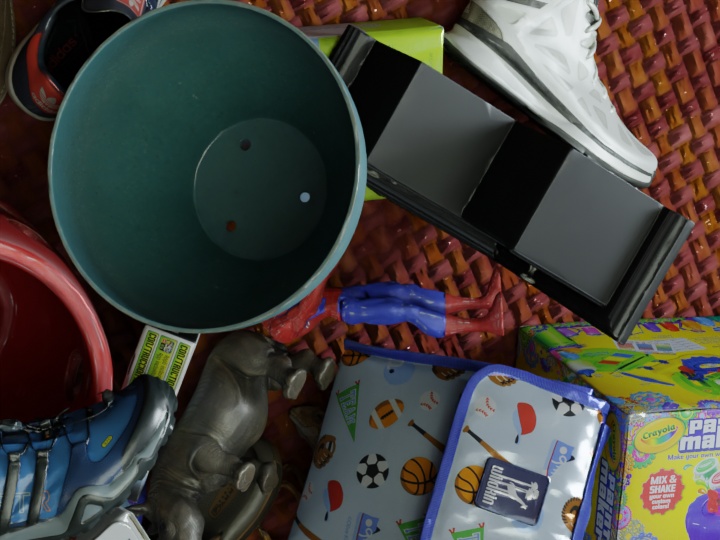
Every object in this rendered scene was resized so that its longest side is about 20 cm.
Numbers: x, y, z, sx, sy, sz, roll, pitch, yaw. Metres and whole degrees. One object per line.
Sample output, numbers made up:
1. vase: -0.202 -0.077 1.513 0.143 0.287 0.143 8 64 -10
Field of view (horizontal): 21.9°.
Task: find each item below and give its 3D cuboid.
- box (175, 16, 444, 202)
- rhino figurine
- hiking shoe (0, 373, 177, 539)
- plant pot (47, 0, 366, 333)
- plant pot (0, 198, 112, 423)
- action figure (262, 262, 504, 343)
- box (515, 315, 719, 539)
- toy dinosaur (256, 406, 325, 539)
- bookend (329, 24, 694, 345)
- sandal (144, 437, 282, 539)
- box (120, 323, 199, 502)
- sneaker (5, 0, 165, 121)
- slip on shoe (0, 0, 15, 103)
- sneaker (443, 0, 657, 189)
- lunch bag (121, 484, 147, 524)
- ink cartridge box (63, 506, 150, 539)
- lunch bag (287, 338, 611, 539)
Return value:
1. box: -0.040 -0.108 1.303 0.198 0.048 0.123 -7 108 -19
2. rhino figurine: -0.103 0.130 1.317 0.201 0.087 0.060 -60 148 -14
3. hiking shoe: -0.200 0.118 1.093 0.199 0.074 0.087 -36 114 -3
4. plant pot: -0.081 -0.058 1.182 0.198 0.135 0.203 -1 85 14
5. plant pot: -0.266 0.049 1.189 0.198 0.183 0.203 -4 106 -13
6. action figure: 0.000 0.000 1.321 0.197 0.065 0.100 -5 114 4
7. box: 0.240 0.123 1.395 0.198 0.193 0.123 -2 107 -19
8. toy dinosaur: -0.016 0.200 1.399 0.105 0.060 0.202 -27 113 -12
9. bookend: 0.082 -0.060 1.229 0.198 0.200 0.093 29 94 -27
10. sandal: -0.128 0.204 1.343 0.054 0.082 0.201 34 90 -47
11. box: -0.136 0.071 1.241 0.034 0.200 0.111 20 99 -4
12. sneaker: -0.153 -0.184 1.208 0.075 0.084 0.201 33 81 -24
13. slip on shoe: -0.258 -0.195 1.191 0.075 0.061 0.202 -4 107 -19
14. sneaker: 0.164 -0.151 1.349 0.200 0.076 0.116 35 94 -23
15. lunch bag: -0.242 0.210 1.313 0.149 0.094 0.202 18 90 -21
16. ink cartridge box: -0.220 0.206 1.173 0.146 0.199 0.084 -39 113 -21
17. lunch bag: 0.065 0.151 1.301 0.124 0.198 0.172 38 66 -58
